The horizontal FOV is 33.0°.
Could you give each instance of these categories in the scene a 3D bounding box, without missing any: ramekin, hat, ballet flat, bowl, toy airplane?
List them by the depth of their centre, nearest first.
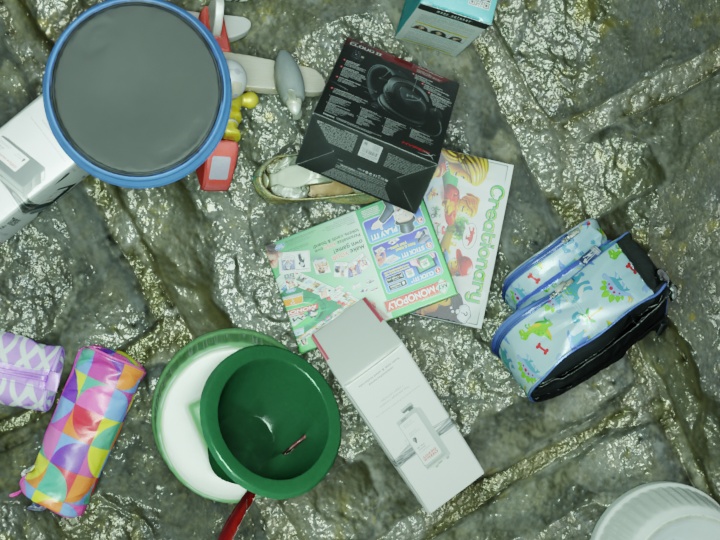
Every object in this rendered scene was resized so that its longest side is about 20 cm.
[{"bbox_3d":[-0.233,-0.188,1.275,0.197,0.039,0.204,0,90,-8],"label":"bowl"},{"bbox_3d":[-0.137,0.204,1.341,0.166,0.176,0.200,44,48,-2],"label":"hat"},{"bbox_3d":[-0.160,-0.219,1.376,0.200,0.141,0.200,-45,102,-17],"label":"toy airplane"},{"bbox_3d":[-0.144,0.170,1.398,0.197,0.098,0.203,0,90,-6],"label":"ramekin"},{"bbox_3d":[-0.030,-0.111,1.414,0.197,0.071,0.072,-5,90,4],"label":"ballet flat"},{"bbox_3d":[0.379,0.362,1.457,0.197,0.105,0.203,0,90,-6],"label":"ramekin"}]

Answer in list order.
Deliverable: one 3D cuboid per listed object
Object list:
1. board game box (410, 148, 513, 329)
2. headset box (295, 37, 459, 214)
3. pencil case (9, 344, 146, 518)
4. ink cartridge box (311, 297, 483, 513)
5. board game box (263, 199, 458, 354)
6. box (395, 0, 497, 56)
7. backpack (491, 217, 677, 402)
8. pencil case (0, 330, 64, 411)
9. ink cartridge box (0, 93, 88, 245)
[{"bbox_3d":[0.103,-0.041,1.461,0.124,0.035,0.203,11,88,-6],"label":"board game box"},{"bbox_3d":[0.024,-0.174,1.384,0.147,0.201,0.078,22,128,-4],"label":"headset box"},{"bbox_3d":[-0.319,0.183,1.387,0.088,0.088,0.202,26,85,-6],"label":"pencil case"},{"bbox_3d":[0.040,0.150,1.368,0.082,0.147,0.201,-34,116,-4],"label":"ink cartridge box"},{"bbox_3d":[0.000,0.000,1.427,0.198,0.029,0.136,-20,86,5],"label":"board game box"},{"bbox_3d":[0.096,-0.293,1.379,0.081,0.200,0.050,16,88,-7],"label":"box"},{"bbox_3d":[0.243,0.050,1.411,0.199,0.183,0.148,-37,71,-2],"label":"backpack"},{"bbox_3d":[-0.434,0.103,1.372,0.197,0.086,0.085,11,77,-8],"label":"pencil case"},{"bbox_3d":[-0.374,-0.111,1.350,0.199,0.145,0.085,-39,94,-5],"label":"ink cartridge box"}]
